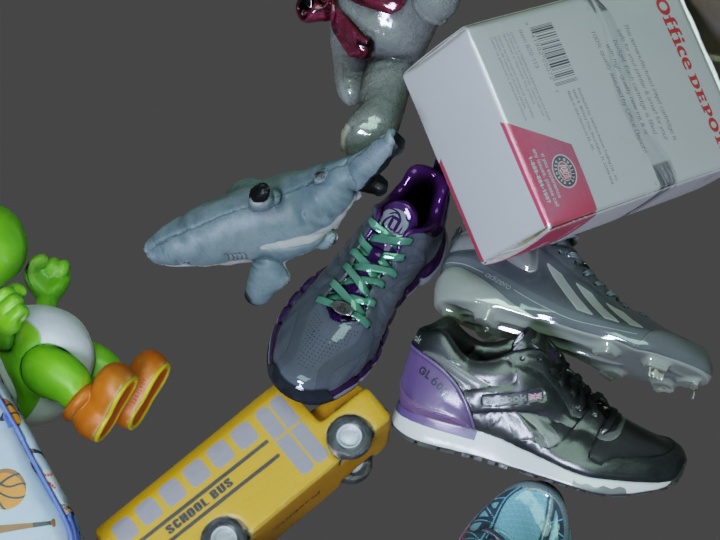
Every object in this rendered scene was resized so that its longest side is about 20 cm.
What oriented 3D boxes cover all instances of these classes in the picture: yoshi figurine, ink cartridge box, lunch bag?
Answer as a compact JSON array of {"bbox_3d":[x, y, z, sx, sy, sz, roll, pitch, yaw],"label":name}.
[{"bbox_3d":[-0.223,0.023,1.468,0.199,0.113,0.112,31,56,13],"label":"yoshi figurine"},{"bbox_3d":[0.149,-0.104,1.472,0.199,0.083,0.147,-18,82,-37],"label":"ink cartridge box"},{"bbox_3d":[-0.270,0.154,1.365,0.159,0.076,0.201,-28,71,-9],"label":"lunch bag"}]

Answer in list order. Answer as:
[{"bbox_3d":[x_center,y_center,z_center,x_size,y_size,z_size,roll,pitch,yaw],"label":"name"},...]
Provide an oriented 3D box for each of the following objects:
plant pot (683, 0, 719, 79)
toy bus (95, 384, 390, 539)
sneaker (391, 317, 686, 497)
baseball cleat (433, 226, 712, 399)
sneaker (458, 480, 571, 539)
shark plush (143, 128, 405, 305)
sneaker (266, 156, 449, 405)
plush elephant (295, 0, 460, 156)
[{"bbox_3d":[0.271,-0.254,1.537,0.198,0.174,0.202,0,70,0],"label":"plant pot"},{"bbox_3d":[-0.074,0.144,1.439,0.200,0.065,0.078,-39,73,-13],"label":"toy bus"},{"bbox_3d":[0.124,0.088,1.438,0.198,0.076,0.088,13,106,4],"label":"sneaker"},{"bbox_3d":[0.153,0.015,1.488,0.198,0.070,0.107,17,70,5],"label":"baseball cleat"},{"bbox_3d":[0.076,0.217,1.395,0.079,0.096,0.201,32,72,12],"label":"sneaker"},{"bbox_3d":[-0.050,-0.036,1.458,0.199,0.083,0.092,-12,73,38],"label":"shark plush"},{"bbox_3d":[0.000,0.000,1.449,0.074,0.088,0.200,25,48,12],"label":"sneaker"},{"bbox_3d":[-0.014,-0.211,1.528,0.154,0.165,0.201,22,41,-6],"label":"plush elephant"}]
